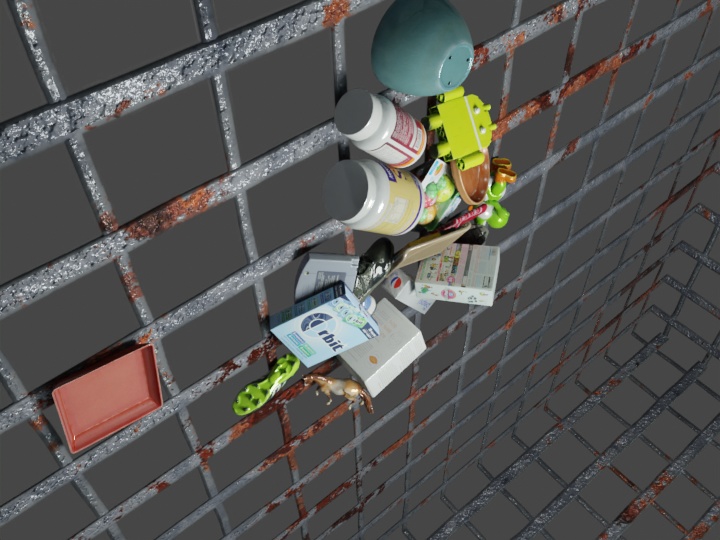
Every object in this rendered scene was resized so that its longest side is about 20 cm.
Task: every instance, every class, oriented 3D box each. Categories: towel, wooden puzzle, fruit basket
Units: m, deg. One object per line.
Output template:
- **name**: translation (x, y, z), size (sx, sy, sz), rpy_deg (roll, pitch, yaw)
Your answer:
- **towel**: translation (0.223, -0.108, 1.810), size (0.199, 0.023, 0.144), rpy_deg (-28, 176, -29)
- **wooden puzzle**: translation (0.156, -0.056, 1.716), size (0.198, 0.038, 0.185), rpy_deg (-25, 172, -19)
- **fruit basket**: translation (0.164, -0.166, 1.656), size (0.186, 0.093, 0.200), rpy_deg (-57, 165, 12)

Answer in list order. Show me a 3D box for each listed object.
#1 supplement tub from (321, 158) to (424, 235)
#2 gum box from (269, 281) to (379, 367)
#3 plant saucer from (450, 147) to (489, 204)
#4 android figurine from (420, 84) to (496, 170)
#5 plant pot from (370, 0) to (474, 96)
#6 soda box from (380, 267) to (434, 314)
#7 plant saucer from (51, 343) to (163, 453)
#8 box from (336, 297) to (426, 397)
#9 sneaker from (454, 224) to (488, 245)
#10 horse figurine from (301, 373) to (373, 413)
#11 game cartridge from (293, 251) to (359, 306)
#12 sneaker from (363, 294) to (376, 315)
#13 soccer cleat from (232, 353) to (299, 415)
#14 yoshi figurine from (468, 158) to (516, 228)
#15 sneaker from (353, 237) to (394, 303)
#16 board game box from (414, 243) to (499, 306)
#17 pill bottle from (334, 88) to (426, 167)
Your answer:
- **supplement tub**: translation (0.028, -0.154, 1.478), size (0.199, 0.145, 0.146), rpy_deg (5, 120, -53)
- **gum box**: translation (-0.081, 0.128, 1.619), size (0.198, 0.045, 0.170), rpy_deg (-25, 133, 14)
- **plant saucer**: translation (0.257, -0.256, 1.667), size (0.200, 0.032, 0.203), rpy_deg (8, 81, -59)
- **android figurine**: translation (0.223, -0.317, 1.559), size (0.199, 0.041, 0.184), rpy_deg (-22, 98, -32)
- **plant pot**: translation (0.137, -0.415, 1.343), size (0.199, 0.135, 0.201), rpy_deg (-30, 144, -25)
- **soda box**: translation (0.135, 0.055, 1.904), size (0.068, 0.063, 0.200), rpy_deg (-52, 148, 5)
- **plant saucer**: translation (-0.490, 0.239, 1.369), size (0.198, 0.037, 0.202), rpy_deg (-26, 141, -31)
- **box**: translation (0.049, 0.204, 1.874), size (0.200, 0.152, 0.107), rpy_deg (-41, 148, -11)
- **sneaker**: translation (0.268, -0.060, 1.926), size (0.199, 0.076, 0.079), rpy_deg (-36, 165, 22)
- **horse figurine**: translation (-0.055, 0.323, 1.884), size (0.133, 0.198, 0.050), rpy_deg (91, 15, -50)
- **game cartridge**: translation (-0.083, 0.040, 1.591), size (0.131, 0.042, 0.201), rpy_deg (6, 132, -9)
- **sneaker**: translation (-0.049, 0.126, 1.763), size (0.200, 0.075, 0.077), rpy_deg (-49, 135, -9)
- **soccer cleat**: translation (-0.224, 0.283, 1.715), size (0.200, 0.068, 0.081), rpy_deg (-41, 160, -13)
- **yoshi figurine**: translation (0.369, -0.192, 1.891), size (0.112, 0.112, 0.201), rpy_deg (-27, 146, -40)
- **sneaker**: translation (0.000, 0.000, 1.671), size (0.200, 0.076, 0.114), rpy_deg (-52, 148, 5)
- **board game box**: translation (0.251, 0.005, 1.819), size (0.065, 0.198, 0.149), rpy_deg (78, 24, -48)
- **pill bottle**: translation (0.040, -0.281, 1.391), size (0.110, 0.109, 0.199), rpy_deg (-56, 147, 12)
